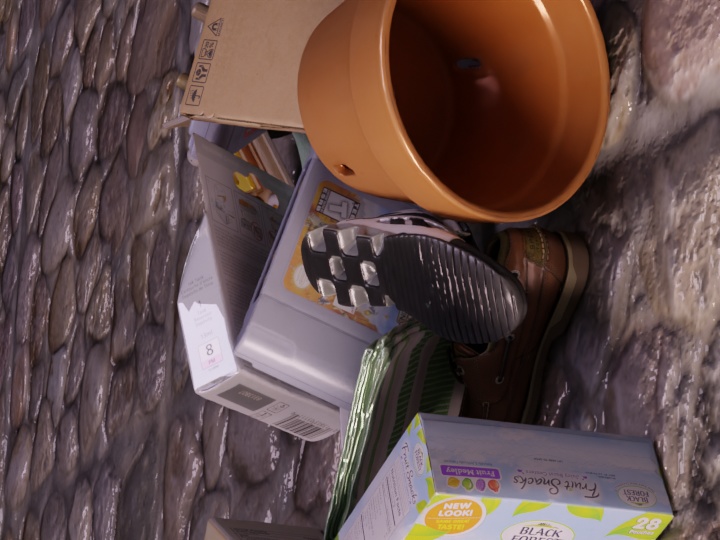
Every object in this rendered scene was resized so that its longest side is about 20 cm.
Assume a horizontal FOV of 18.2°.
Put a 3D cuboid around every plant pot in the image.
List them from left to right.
[{"bbox_3d":[0.051,-0.125,1.521,0.140,0.199,0.201,-9,73,52],"label":"plant pot"}]

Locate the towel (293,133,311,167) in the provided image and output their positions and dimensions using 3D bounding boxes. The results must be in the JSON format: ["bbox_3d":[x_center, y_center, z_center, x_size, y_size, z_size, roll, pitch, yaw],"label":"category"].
[{"bbox_3d":[-0.035,-0.112,1.802,0.200,0.023,0.153,96,163,-62],"label":"towel"}]

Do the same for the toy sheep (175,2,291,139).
[{"bbox_3d":[-0.091,-0.186,2.019,0.200,0.137,0.138,108,159,-52],"label":"toy sheep"}]

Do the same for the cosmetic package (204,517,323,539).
[{"bbox_3d":[-0.054,0.265,1.800,0.200,0.105,0.071,-149,69,-68],"label":"cosmetic package"}]

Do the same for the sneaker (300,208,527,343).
[{"bbox_3d":[0.054,-0.008,1.508,0.200,0.088,0.074,19,123,48],"label":"sneaker"}]

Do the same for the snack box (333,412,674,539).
[{"bbox_3d":[0.077,0.180,1.424,0.200,0.168,0.068,119,149,-42],"label":"snack box"}]

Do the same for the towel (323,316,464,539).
[{"bbox_3d":[0.036,0.098,1.576,0.200,0.023,0.153,-26,-49,-64],"label":"towel"}]

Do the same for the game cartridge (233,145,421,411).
[{"bbox_3d":[0.000,0.000,1.627,0.042,0.133,0.201,124,167,-62],"label":"game cartridge"}]

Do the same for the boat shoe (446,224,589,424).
[{"bbox_3d":[0.091,0.056,1.565,0.072,0.068,0.201,-123,46,-58],"label":"boat shoe"}]

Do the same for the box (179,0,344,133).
[{"bbox_3d":[-0.051,-0.203,1.680,0.163,0.021,0.201,10,82,43],"label":"box"}]

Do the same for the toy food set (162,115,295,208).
[{"bbox_3d":[-0.106,-0.052,1.997,0.201,0.060,0.143,63,158,-7],"label":"toy food set"}]

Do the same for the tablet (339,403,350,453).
[{"bbox_3d":[0.003,0.139,1.694,0.200,0.014,0.131,70,-164,-64],"label":"tablet"}]

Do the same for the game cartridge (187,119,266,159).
[{"bbox_3d":[-0.080,-0.173,1.843,0.200,0.041,0.134,-47,-25,-66],"label":"game cartridge"}]

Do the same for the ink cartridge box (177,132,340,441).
[{"bbox_3d":[-0.081,0.016,1.693,0.057,0.162,0.201,-28,61,22],"label":"ink cartridge box"}]

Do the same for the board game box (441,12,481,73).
[{"bbox_3d":[0.042,-0.192,1.712,0.200,0.041,0.200,-58,34,41],"label":"board game box"}]
